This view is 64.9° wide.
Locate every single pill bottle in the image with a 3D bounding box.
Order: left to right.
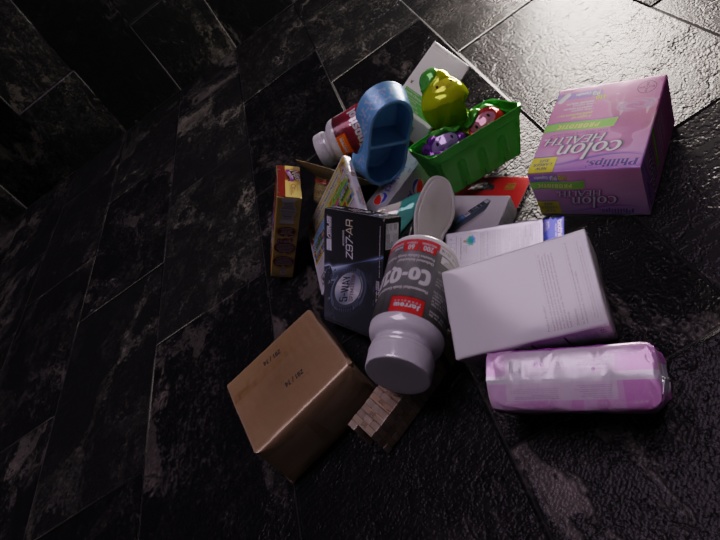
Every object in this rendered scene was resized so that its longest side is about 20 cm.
[{"bbox_3d":[-0.013,-0.330,1.361,0.195,0.114,0.115,-26,39,18],"label":"pill bottle"},{"bbox_3d":[0.074,0.061,0.816,0.111,0.115,0.205,-9,47,32],"label":"pill bottle"}]

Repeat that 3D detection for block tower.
[{"bbox_3d":[0.070,0.174,0.847,0.201,0.054,0.057,-50,38,-12],"label":"block tower"}]

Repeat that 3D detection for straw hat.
[{"bbox_3d":[-0.058,-0.172,1.234,0.199,0.196,0.088,25,102,49],"label":"straw hat"}]

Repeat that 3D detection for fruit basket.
[{"bbox_3d":[0.181,-0.278,1.054,0.214,0.218,0.156,-38,24,0],"label":"fruit basket"}]

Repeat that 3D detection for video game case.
[{"bbox_3d":[-0.047,-0.086,1.110,0.202,0.022,0.186,-58,37,40],"label":"video game case"}]

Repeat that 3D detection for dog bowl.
[{"bbox_3d":[0.045,-0.250,1.074,0.108,0.204,0.050,-15,49,-20],"label":"dog bowl"}]

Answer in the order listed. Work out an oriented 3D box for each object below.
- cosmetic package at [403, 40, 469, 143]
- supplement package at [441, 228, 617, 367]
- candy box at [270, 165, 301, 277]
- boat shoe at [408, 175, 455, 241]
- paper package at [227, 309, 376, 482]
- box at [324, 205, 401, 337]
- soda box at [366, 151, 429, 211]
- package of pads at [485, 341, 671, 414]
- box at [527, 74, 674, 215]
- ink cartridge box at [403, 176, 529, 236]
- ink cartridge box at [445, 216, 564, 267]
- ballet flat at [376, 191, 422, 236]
[{"bbox_3d":[0.150,-0.397,1.278,0.203,0.106,0.085,-58,0,-20],"label":"cosmetic package"},{"bbox_3d":[0.225,0.046,0.760,0.194,0.119,0.126,-17,69,26],"label":"supplement package"},{"bbox_3d":[-0.160,-0.101,1.202,0.054,0.205,0.119,2,39,-10],"label":"candy box"},{"bbox_3d":[0.117,-0.058,0.976,0.060,0.071,0.208,149,128,-78],"label":"boat shoe"},{"bbox_3d":[-0.097,0.196,0.925,0.199,0.104,0.190,-43,36,-4],"label":"paper package"},{"bbox_3d":[0.000,0.000,0.978,0.043,0.208,0.157,-10,18,-40],"label":"box"},{"bbox_3d":[0.074,-0.147,1.144,0.062,0.069,0.202,18,65,48],"label":"soda box"},{"bbox_3d":[0.257,0.131,0.672,0.194,0.119,0.079,-10,72,32],"label":"package of pads"},{"bbox_3d":[0.387,-0.197,0.909,0.172,0.097,0.204,4,56,42],"label":"box"},{"bbox_3d":[0.194,-0.119,1.038,0.196,0.045,0.180,6,58,43],"label":"ink cartridge box"},{"bbox_3d":[0.224,-0.008,0.880,0.195,0.041,0.124,-9,69,37],"label":"ink cartridge box"},{"bbox_3d":[0.044,-0.070,1.035,0.203,0.069,0.068,-56,10,18],"label":"ballet flat"}]
